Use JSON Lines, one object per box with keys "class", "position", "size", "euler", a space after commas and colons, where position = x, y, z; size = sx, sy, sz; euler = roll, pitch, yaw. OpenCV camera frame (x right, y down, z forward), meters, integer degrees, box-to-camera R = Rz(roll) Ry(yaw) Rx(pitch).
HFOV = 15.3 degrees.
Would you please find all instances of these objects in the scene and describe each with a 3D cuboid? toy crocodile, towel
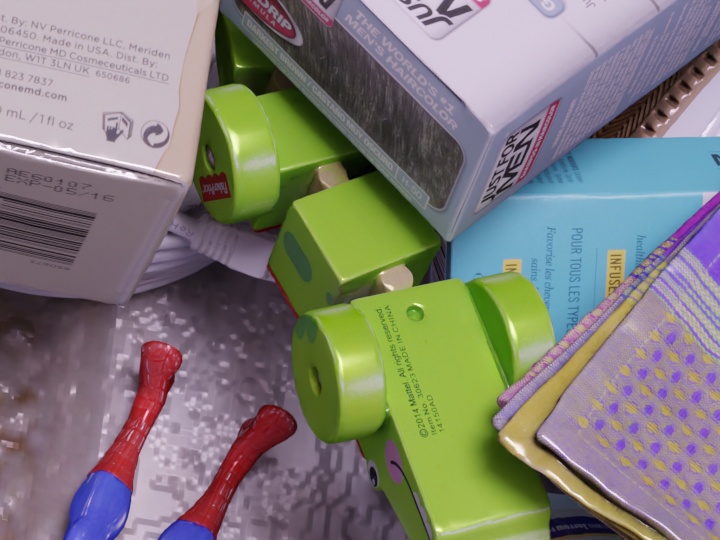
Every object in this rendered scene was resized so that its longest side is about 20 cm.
{"class": "toy crocodile", "position": [0.000, 0.000, 0.767], "size": [0.067, 0.062, 0.201], "euler": [-16, 64, -23]}
{"class": "towel", "position": [0.144, 0.031, 0.745], "size": [0.144, 0.023, 0.200], "euler": [41, 58, 11]}

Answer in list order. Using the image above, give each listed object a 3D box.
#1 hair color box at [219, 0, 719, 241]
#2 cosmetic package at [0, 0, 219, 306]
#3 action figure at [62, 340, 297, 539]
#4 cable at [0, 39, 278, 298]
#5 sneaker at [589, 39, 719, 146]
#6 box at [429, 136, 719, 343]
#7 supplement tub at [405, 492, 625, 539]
{"class": "hair color box", "position": [0.067, -0.107, 0.773], "size": [0.200, 0.061, 0.099], "euler": [-36, 73, -28]}
{"class": "cosmetic package", "position": [-0.078, -0.103, 0.779], "size": [0.073, 0.104, 0.201], "euler": [13, 68, -11]}
{"class": "action figure", "position": [-0.082, 0.110, 0.782], "size": [0.065, 0.099, 0.201], "euler": [28, 68, -3]}
{"class": "cable", "position": [-0.094, -0.091, 0.865], "size": [0.199, 0.069, 0.201], "euler": [11, 67, -11]}
{"class": "sneaker", "position": [0.155, -0.050, 0.881], "size": [0.200, 0.071, 0.112], "euler": [-43, 115, 9]}
{"class": "box", "position": [0.122, 0.004, 0.834], "size": [0.199, 0.049, 0.083], "euler": [-2, 114, -6]}
{"class": "supplement tub", "position": [0.077, 0.172, 0.733], "size": [0.145, 0.146, 0.200], "euler": [-22, 42, -22]}
